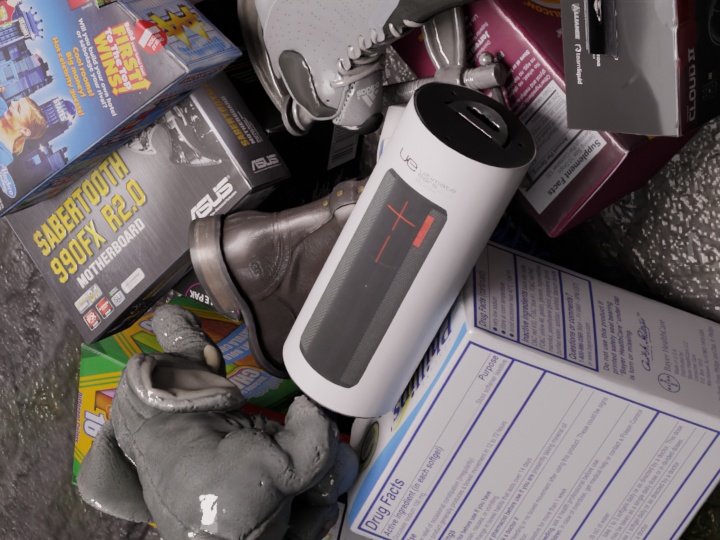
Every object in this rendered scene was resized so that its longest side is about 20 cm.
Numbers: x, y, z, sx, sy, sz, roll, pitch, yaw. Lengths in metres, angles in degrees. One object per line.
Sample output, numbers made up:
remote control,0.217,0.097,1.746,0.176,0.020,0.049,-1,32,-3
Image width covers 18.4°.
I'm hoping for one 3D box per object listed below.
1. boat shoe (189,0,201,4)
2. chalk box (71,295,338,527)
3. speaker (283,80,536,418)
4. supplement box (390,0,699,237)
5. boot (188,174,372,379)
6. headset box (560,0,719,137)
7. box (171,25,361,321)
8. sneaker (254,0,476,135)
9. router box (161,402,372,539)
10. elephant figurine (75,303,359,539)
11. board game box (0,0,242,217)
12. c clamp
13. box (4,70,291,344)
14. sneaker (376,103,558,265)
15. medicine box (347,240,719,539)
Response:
boat shoe,-0.109,-0.213,1.511,0.199,0.074,0.061,-15,110,19
chalk box,-0.095,0.121,1.622,0.199,0.125,0.125,21,118,29
speaker,0.027,-0.011,1.312,0.081,0.081,0.201,41,125,19
supplement box,0.106,-0.134,1.383,0.200,0.110,0.086,51,130,12
boot,0.000,0.000,1.429,0.173,0.200,0.070,-15,61,16
headset box,0.181,-0.166,1.257,0.077,0.200,0.150,7,111,35
box,-0.116,-0.082,1.565,0.199,0.124,0.149,24,119,27
sneaker,0.016,-0.137,1.313,0.199,0.075,0.116,7,112,46
router box,-0.048,0.202,1.530,0.178,0.049,0.201,18,117,9
elephant figurine,-0.113,0.106,1.405,0.200,0.155,0.142,36,83,22
board game box,-0.180,-0.154,1.406,0.199,0.062,0.201,-14,98,36
c clamp,0.005,-0.129,1.374,0.199,0.027,0.172,0,107,39
box,-0.157,-0.069,1.488,0.200,0.048,0.159,-40,81,37
sneaker,0.079,-0.023,1.473,0.115,0.080,0.201,14,121,29
medicine box,0.116,0.101,1.403,0.199,0.103,0.183,20,126,-13
